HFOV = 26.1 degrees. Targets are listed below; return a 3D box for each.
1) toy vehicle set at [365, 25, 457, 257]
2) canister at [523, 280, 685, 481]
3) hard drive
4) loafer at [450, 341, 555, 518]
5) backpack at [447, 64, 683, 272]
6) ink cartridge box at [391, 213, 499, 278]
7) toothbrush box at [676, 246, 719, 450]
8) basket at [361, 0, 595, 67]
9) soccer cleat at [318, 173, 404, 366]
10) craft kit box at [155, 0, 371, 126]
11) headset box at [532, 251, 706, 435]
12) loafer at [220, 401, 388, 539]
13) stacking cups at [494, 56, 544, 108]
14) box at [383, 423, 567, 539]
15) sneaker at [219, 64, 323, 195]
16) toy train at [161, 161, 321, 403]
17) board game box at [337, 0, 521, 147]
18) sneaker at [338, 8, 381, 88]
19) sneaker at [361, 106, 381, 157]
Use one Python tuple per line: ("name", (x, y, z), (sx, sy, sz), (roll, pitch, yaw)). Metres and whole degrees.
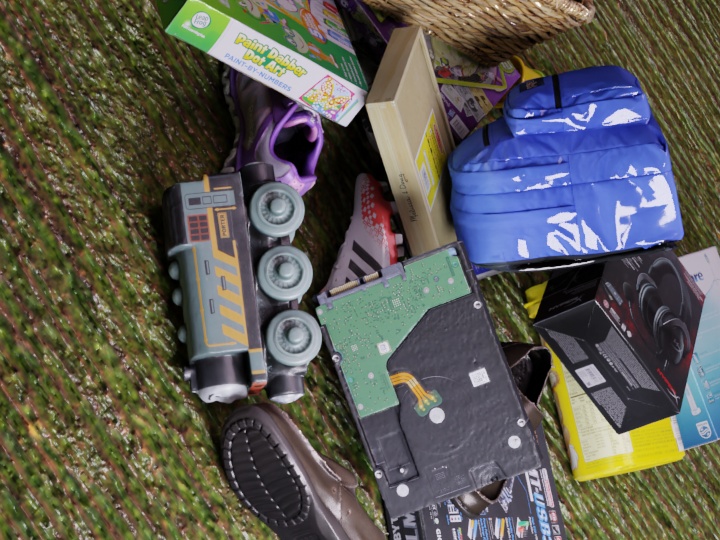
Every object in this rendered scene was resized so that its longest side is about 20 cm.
("toy vehicle set", (0.056, -0.103, 1.410), (0.125, 0.026, 0.201), (-70, 149, -49))
("canister", (0.254, 0.107, 1.603), (0.148, 0.086, 0.201), (0, 73, -48))
("hard drive", (0.056, 0.091, 1.309), (0.038, 0.139, 0.201), (-17, 86, -80))
("loafer", (0.123, 0.130, 1.390), (0.073, 0.071, 0.201), (44, 44, -22))
("backpack", (0.176, -0.091, 1.412), (0.163, 0.199, 0.169), (-61, 138, -77))
("ink cartridge box", (0.094, -0.033, 1.536), (0.199, 0.037, 0.095), (-17, 84, -51))
("toothbrush box", (0.363, 0.087, 1.728), (0.146, 0.085, 0.201), (-15, 84, -48))
("basket", (0.107, -0.299, 1.426), (0.199, 0.149, 0.144), (21, 66, -30))
("soccer cleat", (0.000, 0.000, 1.393), (0.069, 0.085, 0.201), (82, 0, -61))
("craft kit box", (-0.097, -0.236, 1.358), (0.197, 0.049, 0.201), (21, 32, -34))
("headset box", (0.255, 0.032, 1.502), (0.149, 0.077, 0.200), (51, 38, -19))
("loafer", (-0.044, 0.181, 1.268), (0.201, 0.073, 0.071), (60, 36, -22))
("stacking cups", (0.221, -0.172, 1.720), (0.199, 0.060, 0.061), (23, 56, -39))
("box", (0.100, 0.187, 1.428), (0.198, 0.050, 0.201), (7, 66, -46))
("sneaker", (-0.070, -0.133, 1.367), (0.080, 0.088, 0.201), (22, 54, -36))
("toy train", (-0.098, 0.011, 1.265), (0.113, 0.085, 0.202), (-6, 79, -11))
("board game box", (0.062, -0.229, 1.483), (0.120, 0.032, 0.200), (-46, 107, -31))
("sneaker", (0.014, -0.243, 1.515), (0.078, 0.082, 0.201), (44, 46, -23))
("sneaker", (0.057, -0.176, 1.554), (0.080, 0.077, 0.201), (60, 42, -36))
